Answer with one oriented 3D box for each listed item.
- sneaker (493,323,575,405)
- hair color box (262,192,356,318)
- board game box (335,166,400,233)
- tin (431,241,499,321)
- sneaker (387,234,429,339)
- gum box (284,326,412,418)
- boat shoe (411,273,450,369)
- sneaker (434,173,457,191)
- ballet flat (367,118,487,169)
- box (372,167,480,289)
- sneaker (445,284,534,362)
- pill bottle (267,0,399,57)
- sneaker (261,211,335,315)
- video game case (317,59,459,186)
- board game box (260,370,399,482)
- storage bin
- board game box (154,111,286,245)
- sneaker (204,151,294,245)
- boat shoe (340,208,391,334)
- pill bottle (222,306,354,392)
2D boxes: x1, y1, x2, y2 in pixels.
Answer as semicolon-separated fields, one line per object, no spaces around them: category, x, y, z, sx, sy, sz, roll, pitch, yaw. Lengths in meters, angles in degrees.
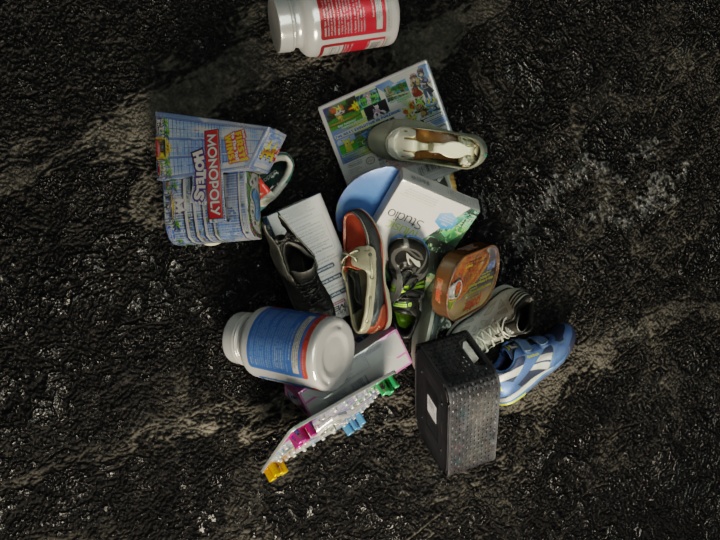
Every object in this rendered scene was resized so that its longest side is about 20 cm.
sneaker;0.303;0.152;1.367;0.199;0.074;0.083;-38;99;-13
hair color box;-0.077;-0.014;1.254;0.098;0.060;0.204;-24;98;-14
board game box;0.055;-0.098;1.271;0.198;0.039;0.158;30;126;-23
tin;0.178;0.016;1.284;0.199;0.041;0.115;-18;115;-55
sneaker;0.078;0.028;1.248;0.069;0.083;0.203;0;127;2
gum box;-0.028;0.163;1.244;0.198;0.113;0.067;-31;105;-13
boat shoe;0.136;0.076;1.315;0.061;0.073;0.204;15;82;-16
sneaker;0.113;-0.167;1.309;0.086;0.076;0.204;-14;92;-1
ballet flat;0.104;-0.201;1.210;0.195;0.064;0.069;8;105;9
box;0.086;-0.059;1.251;0.142;0.037;0.201;20;130;-15
sneaker;0.222;0.104;1.318;0.201;0.115;0.076;-46;103;-10
pill bottle;-0.044;-0.407;1.223;0.196;0.112;0.115;-13;96;-16
sneaker;-0.092;0.007;1.165;0.059;0.104;0.202;-32;100;-12
video game case;0.051;-0.220;1.260;0.196;0.022;0.186;-20;98;14
board game box;-0.047;0.244;1.181;0.198;0.201;0.026;-24;70;-32
storage bin;0.156;0.219;1.257;0.092;0.136;0.203;-14;126;-14
board game box;-0.208;-0.147;1.149;0.196;0.061;0.205;-4;88;21
sneaker;-0.181;-0.119;1.202;0.199;0.093;0.071;-43;102;-11
boat shoe;0.000;0.000;1.209;0.062;0.070;0.205;-4;81;-43
pill bottle;-0.116;0.115;1.171;0.111;0.197;0.115;-13;106;-54
